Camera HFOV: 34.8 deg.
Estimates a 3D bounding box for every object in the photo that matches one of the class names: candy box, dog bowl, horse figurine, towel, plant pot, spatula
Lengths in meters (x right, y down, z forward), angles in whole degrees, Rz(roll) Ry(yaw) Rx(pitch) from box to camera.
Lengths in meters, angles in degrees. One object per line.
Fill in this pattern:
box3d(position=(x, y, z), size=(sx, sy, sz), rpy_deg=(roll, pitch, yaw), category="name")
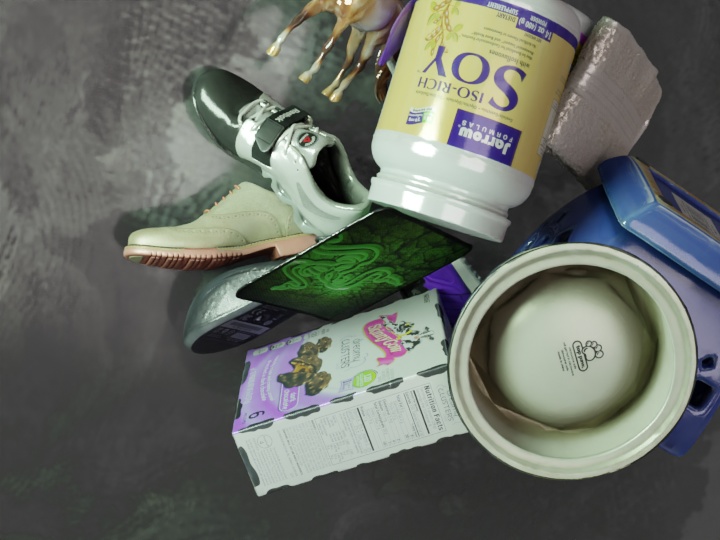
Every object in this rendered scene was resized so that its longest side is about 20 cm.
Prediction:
box3d(position=(-0.006, 0.106, 1.048), size=(0.199, 0.168, 0.072), rpy_deg=(-19, 110, 6), category="candy box")
box3d(position=(0.169, 0.066, 0.945), size=(0.199, 0.074, 0.202), rpy_deg=(0, 105, 2), category="dog bowl")
box3d(position=(-0.004, -0.216, 1.019), size=(0.133, 0.050, 0.200), rpy_deg=(-52, 158, 6), category="horse figurine")
box3d(position=(0.236, -0.150, 1.112), size=(0.133, 0.034, 0.200), rpy_deg=(-63, 152, 3), category="towel")
box3d(position=(0.261, 0.018, 1.063), size=(0.199, 0.200, 0.180), rpy_deg=(33, 111, -9), category="plant pot")
box3d(position=(0.033, -0.161, 1.059), size=(0.057, 0.020, 0.201), rpy_deg=(-50, 153, -43), category="spatula")

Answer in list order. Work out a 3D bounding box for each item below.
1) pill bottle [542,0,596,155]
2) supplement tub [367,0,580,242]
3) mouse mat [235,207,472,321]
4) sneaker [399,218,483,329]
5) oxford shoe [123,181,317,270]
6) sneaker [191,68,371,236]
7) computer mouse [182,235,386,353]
box3d(position=(0.142, -0.159, 1.097), size=(0.104, 0.104, 0.201), rpy_deg=(27, 93, -23), category="pill bottle")
box3d(position=(0.093, -0.138, 0.979), size=(0.145, 0.145, 0.201), rpy_deg=(17, 91, -22), category="supplement tub")
box3d(position=(0.000, 0.000, 1.017), size=(0.160, 0.008, 0.200), rpy_deg=(-29, 158, 20), category="mouse mat")
box3d(position=(0.071, 0.030, 1.138), size=(0.099, 0.070, 0.200), rpy_deg=(-44, 112, -1), category="sneaker")
box3d(position=(-0.122, -0.042, 1.063), size=(0.199, 0.071, 0.074), rpy_deg=(-6, 85, -23), category="oxford shoe")
box3d(position=(-0.062, -0.115, 1.024), size=(0.200, 0.088, 0.074), rpy_deg=(44, 60, -5), category="sneaker")
box3d(position=(-0.081, 0.015, 1.062), size=(0.199, 0.138, 0.053), rpy_deg=(-26, 71, 15), category="computer mouse")
